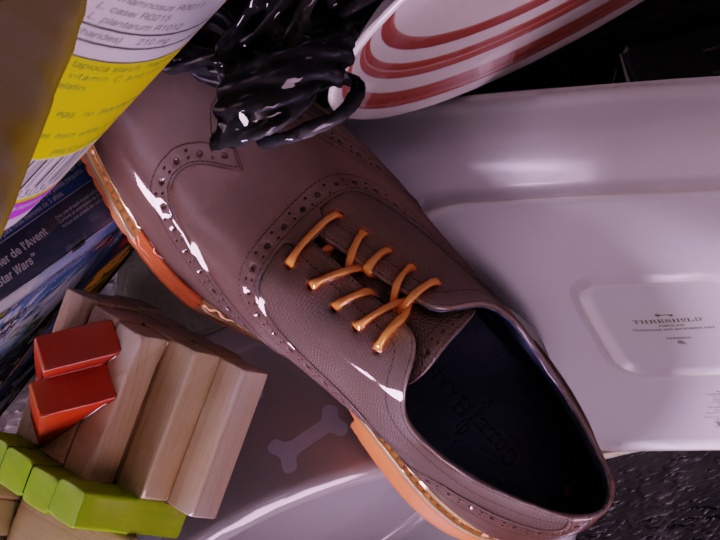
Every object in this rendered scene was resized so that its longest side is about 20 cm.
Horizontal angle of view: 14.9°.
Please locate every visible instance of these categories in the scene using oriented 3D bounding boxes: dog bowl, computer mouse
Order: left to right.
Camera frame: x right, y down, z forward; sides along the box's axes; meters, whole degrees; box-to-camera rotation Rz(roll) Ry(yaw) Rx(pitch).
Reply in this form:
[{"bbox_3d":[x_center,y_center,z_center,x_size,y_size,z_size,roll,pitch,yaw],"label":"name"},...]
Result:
[{"bbox_3d":[-0.019,0.089,0.899,0.199,0.059,0.200,-18,147,-12],"label":"dog bowl"},{"bbox_3d":[0.032,-0.110,0.666,0.053,0.139,0.200,35,97,-16],"label":"computer mouse"}]

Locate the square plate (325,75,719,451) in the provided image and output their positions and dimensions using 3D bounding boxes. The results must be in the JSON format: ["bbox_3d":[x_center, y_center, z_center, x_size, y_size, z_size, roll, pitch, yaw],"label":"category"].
[{"bbox_3d":[0.107,0.009,0.903,0.199,0.029,0.198,-2,144,27],"label":"square plate"}]

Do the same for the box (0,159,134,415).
[{"bbox_3d":[-0.140,0.035,0.839,0.200,0.040,0.137,-48,175,40],"label":"box"}]

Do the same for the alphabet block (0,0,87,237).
[{"bbox_3d":[-0.202,-0.002,0.562,0.200,0.196,0.196,32,131,-17],"label":"alphabet block"}]

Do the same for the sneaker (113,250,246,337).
[{"bbox_3d":[-0.018,0.009,0.910,0.111,0.077,0.200,-13,143,-31],"label":"sneaker"}]

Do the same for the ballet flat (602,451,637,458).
[{"bbox_3d":[0.050,0.046,1.052,0.199,0.068,0.062,-10,180,-13],"label":"ballet flat"}]

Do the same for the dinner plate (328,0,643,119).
[{"bbox_3d":[0.073,-0.104,0.776,0.200,0.024,0.200,-31,171,-5],"label":"dinner plate"}]

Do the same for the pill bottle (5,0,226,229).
[{"bbox_3d":[-0.069,-0.100,0.650,0.104,0.104,0.200,8,140,-43],"label":"pill bottle"}]

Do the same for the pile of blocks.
[{"bbox_3d":[-0.112,0.088,0.803,0.200,0.082,0.062,-49,147,21],"label":"pile of blocks"}]

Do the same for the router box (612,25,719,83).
[{"bbox_3d":[0.180,-0.035,0.975,0.199,0.062,0.150,-15,153,-11],"label":"router box"}]

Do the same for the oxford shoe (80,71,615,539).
[{"bbox_3d":[0.000,0.000,0.778,0.071,0.200,0.073,-51,-165,-14],"label":"oxford shoe"}]
